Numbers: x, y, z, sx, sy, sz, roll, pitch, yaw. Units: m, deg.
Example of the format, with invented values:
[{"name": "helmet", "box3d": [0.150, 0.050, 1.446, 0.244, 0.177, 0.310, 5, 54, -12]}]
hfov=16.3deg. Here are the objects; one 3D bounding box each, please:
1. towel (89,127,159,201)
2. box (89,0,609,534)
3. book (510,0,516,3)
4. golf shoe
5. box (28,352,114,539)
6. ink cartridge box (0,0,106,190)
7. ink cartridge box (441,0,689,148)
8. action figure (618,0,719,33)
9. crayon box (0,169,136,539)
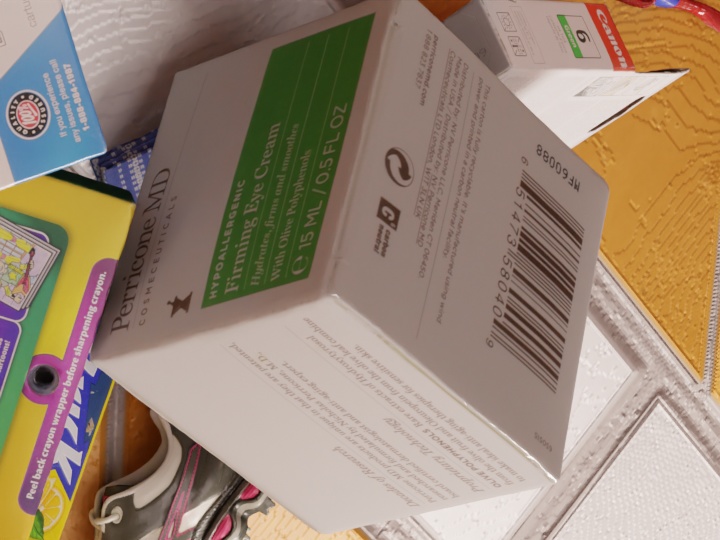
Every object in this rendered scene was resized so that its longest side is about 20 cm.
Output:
[{"name": "towel", "box3d": [-0.055, -0.046, 1.455, 0.200, 0.024, 0.145, -30, 124, -24]}, {"name": "box", "box3d": [0.000, 0.000, 1.335, 0.200, 0.171, 0.200, 40, 49, -35]}, {"name": "book", "box3d": [-0.009, -0.220, 1.350, 0.200, 0.133, 0.048, 30, 85, -41]}, {"name": "golf shoe", "box3d": [-0.130, 0.169, 1.451, 0.088, 0.077, 0.200, 35, 81, -19]}, {"name": "box", "box3d": [-0.190, 0.088, 1.369, 0.070, 0.064, 0.201, 16, 97, -39]}, {"name": "ink cartridge box", "box3d": [-0.239, -0.105, 1.112, 0.199, 0.145, 0.148, -20, 119, -10]}, {"name": "ink cartridge box", "box3d": [0.096, -0.112, 1.475, 0.200, 0.109, 0.050, -6, 68, -53]}, {"name": "action figure", "box3d": [0.178, -0.190, 1.529, 0.200, 0.099, 0.065, 12, 97, -37]}, {"name": "crayon box", "box3d": [-0.227, 0.030, 1.281, 0.172, 0.058, 0.201, 18, 96, -11]}]
